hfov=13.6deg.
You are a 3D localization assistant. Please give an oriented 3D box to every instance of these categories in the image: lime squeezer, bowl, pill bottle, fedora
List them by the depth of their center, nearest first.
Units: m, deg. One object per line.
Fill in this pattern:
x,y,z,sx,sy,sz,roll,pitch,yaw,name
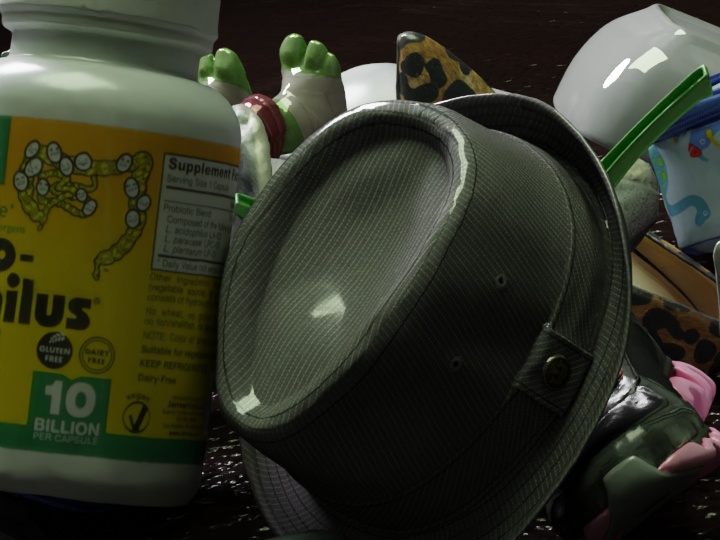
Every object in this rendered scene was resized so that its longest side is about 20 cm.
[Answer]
0.007,0.016,1.129,0.177,0.201,0.090,38,5,41,fedora
-0.105,-0.017,1.146,0.112,0.201,0.113,7,-1,0,pill bottle
0.051,-0.023,1.225,0.199,0.071,0.038,-14,51,4,lime squeezer
0.208,-0.083,1.636,0.199,0.075,0.200,21,11,-3,bowl

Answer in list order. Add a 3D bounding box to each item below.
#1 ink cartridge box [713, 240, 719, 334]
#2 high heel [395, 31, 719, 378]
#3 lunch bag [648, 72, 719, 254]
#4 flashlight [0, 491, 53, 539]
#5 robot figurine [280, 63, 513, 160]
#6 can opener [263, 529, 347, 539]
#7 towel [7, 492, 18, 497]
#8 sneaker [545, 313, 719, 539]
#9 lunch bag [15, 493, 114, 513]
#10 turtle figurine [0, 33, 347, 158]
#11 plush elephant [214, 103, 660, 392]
0.226,0.018,1.234,0.199,0.117,0.067,-10,13,-17,ink cartridge box
0.102,-0.033,1.385,0.142,0.201,0.071,-1,38,41,high heel
0.233,-0.070,1.363,0.199,0.083,0.161,-18,-1,19,lunch bag
-0.181,0.106,1.202,0.067,0.068,0.200,17,-1,-26,flashlight
0.038,-0.046,1.598,0.199,0.114,0.169,11,-18,-44,robot figurine
-0.079,0.133,1.050,0.199,0.079,0.063,-16,-25,-48,can opener
-0.196,0.073,1.446,0.199,0.035,0.132,2,14,41,towel
0.090,0.048,1.188,0.079,0.096,0.200,-35,5,7,sneaker
-0.144,0.005,1.294,0.135,0.133,0.200,19,14,-11,lunch bag
-0.111,-0.072,1.465,0.194,0.200,0.144,-39,-8,-42,turtle figurine
0.000,0.000,1.326,0.200,0.155,0.165,-34,-17,-35,plush elephant
